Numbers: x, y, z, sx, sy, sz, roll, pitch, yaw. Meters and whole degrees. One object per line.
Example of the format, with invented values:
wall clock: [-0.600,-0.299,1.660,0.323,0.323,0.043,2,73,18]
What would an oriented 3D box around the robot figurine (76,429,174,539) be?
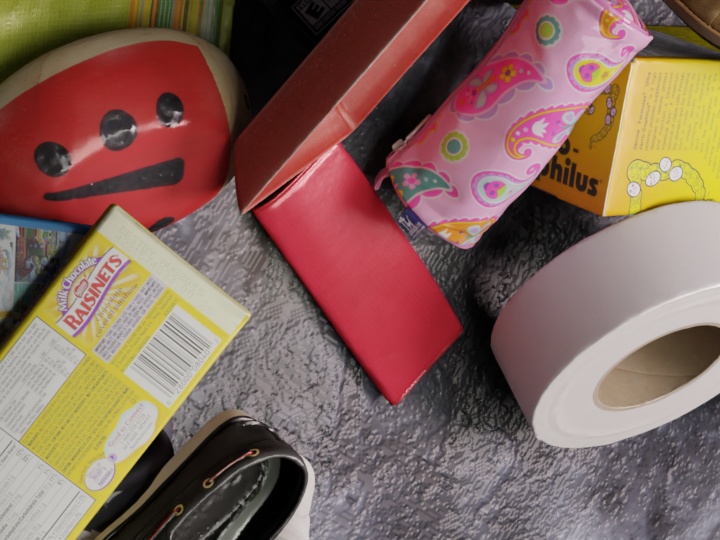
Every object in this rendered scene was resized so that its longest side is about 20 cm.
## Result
robot figurine: [-0.169,0.161,1.632,0.125,0.150,0.201,-26,123,-45]

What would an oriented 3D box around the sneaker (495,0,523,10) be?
sneaker: [0.118,-0.262,1.741,0.081,0.074,0.201,7,101,-38]

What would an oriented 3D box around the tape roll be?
tape roll: [0.193,0.039,1.853,0.202,0.071,0.203,-20,152,-11]

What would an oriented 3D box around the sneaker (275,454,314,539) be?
sneaker: [-0.093,0.201,1.747,0.074,0.116,0.200,35,120,-17]

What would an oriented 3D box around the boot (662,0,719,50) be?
boot: [0.238,-0.189,1.781,0.076,0.200,0.074,-53,163,8]

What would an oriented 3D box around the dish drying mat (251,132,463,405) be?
dish drying mat: [0.000,0.000,1.783,0.077,0.018,0.200,-48,131,-16]

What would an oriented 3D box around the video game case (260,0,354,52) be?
video game case: [-0.017,-0.260,1.597,0.200,0.026,0.181,-43,116,3]

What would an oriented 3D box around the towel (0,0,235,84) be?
towel: [-0.159,-0.135,1.597,0.199,0.018,0.086,-10,113,-36]

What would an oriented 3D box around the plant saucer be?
plant saucer: [0.010,-0.137,1.613,0.200,0.037,0.200,-48,178,26]

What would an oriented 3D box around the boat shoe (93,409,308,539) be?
boat shoe: [-0.110,0.173,1.565,0.202,0.063,0.074,-50,130,-8]

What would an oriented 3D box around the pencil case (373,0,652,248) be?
pencil case: [0.097,-0.106,1.738,0.087,0.088,0.200,24,114,-42]

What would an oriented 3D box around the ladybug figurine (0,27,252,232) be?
ladybug figurine: [-0.144,-0.070,1.586,0.199,0.072,0.136,-18,130,-30]

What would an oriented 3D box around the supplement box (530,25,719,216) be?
supplement box: [0.212,-0.105,1.854,0.199,0.109,0.110,-2,109,-39]

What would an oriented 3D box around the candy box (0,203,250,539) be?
candy box: [-0.162,0.071,1.524,0.102,0.026,0.200,39,88,-10]

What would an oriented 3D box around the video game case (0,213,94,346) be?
video game case: [-0.236,0.036,1.528,0.199,0.018,0.144,7,94,-12]
